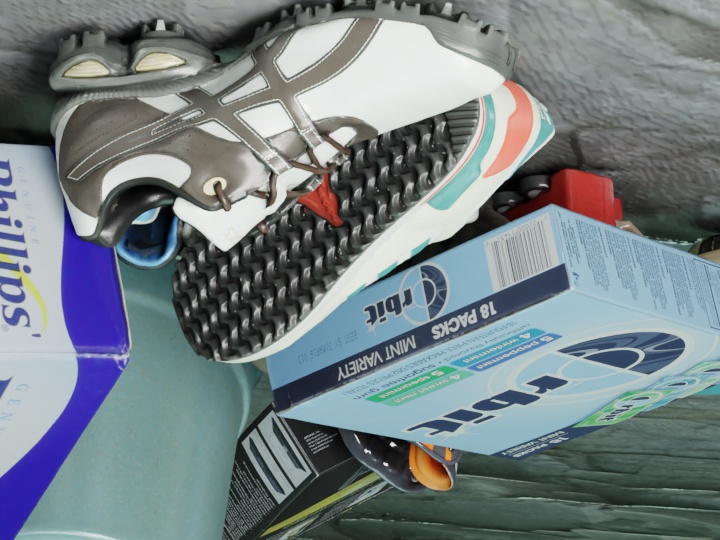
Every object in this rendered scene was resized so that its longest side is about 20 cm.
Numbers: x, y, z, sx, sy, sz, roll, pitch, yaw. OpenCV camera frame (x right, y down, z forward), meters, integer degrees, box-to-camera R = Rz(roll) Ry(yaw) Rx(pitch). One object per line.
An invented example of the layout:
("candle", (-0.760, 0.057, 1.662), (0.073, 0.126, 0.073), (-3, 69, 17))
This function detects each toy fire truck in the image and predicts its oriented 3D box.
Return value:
("toy fire truck", (0.128, -0.007, 1.188), (0.141, 0.049, 0.200), (11, 158, -32))

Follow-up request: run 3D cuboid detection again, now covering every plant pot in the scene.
("plant pot", (-0.149, 0.103, 1.227), (0.199, 0.197, 0.201), (0, 136, 0))

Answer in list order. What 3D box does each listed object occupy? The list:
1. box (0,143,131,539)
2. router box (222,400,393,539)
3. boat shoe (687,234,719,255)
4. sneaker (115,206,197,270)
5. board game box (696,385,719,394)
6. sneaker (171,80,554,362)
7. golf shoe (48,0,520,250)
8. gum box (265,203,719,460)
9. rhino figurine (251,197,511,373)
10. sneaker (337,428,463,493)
("box", (-0.222, 0.038, 0.985), (0.199, 0.105, 0.184), (1, 147, -29))
("router box", (0.002, 0.097, 1.390), (0.200, 0.052, 0.157), (-23, 164, -38))
("boat shoe", (0.271, 0.010, 1.264), (0.199, 0.073, 0.065), (13, 141, -23))
("sneaker", (-0.098, -0.029, 1.095), (0.072, 0.073, 0.200), (-3, 168, 7))
("board game box", (0.270, 0.038, 1.407), (0.199, 0.047, 0.151), (-1, 166, 4))
("sneaker", (0.005, -0.019, 1.037), (0.200, 0.071, 0.093), (-41, 153, 31))
("golf shoe", (-0.030, -0.054, 0.941), (0.199, 0.095, 0.078), (-7, 164, 22))
("gum box", (0.082, 0.035, 1.112), (0.170, 0.045, 0.200), (-25, 155, 33))
("rhino figurine", (0.005, 0.002, 1.178), (0.200, 0.088, 0.060), (-11, 163, 41))
("sneaker", (0.060, 0.069, 1.278), (0.199, 0.112, 0.078), (6, 153, -20))
